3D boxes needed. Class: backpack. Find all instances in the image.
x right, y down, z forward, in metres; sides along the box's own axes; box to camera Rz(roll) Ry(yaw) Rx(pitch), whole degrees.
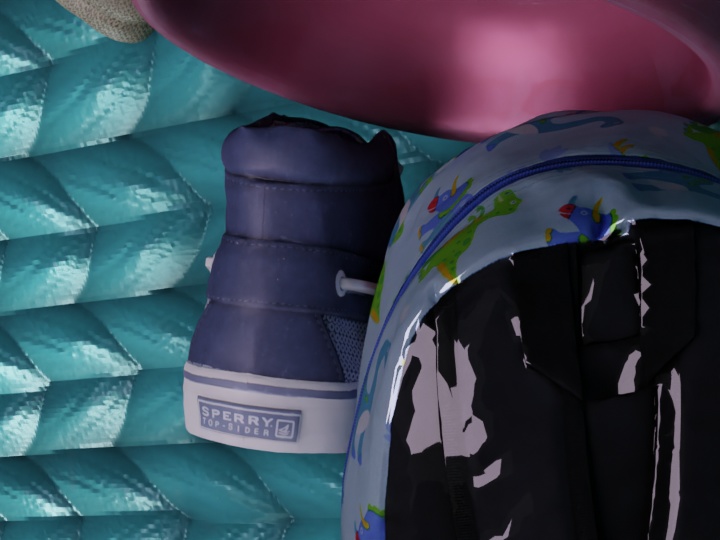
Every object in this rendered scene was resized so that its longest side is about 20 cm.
[{"bbox_3d":[0.064,0.059,0.673,0.162,0.154,0.201,-5,128,5],"label":"backpack"}]

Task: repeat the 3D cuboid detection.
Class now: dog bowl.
[{"bbox_3d":[0.024,-0.091,0.669,0.199,0.200,0.074,-1,74,45],"label":"dog bowl"}]

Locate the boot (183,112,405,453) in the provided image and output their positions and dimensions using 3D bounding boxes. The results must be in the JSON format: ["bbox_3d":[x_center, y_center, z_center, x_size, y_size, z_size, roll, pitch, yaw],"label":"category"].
[{"bbox_3d":[0.000,0.000,0.775,0.072,0.200,0.091,7,94,10],"label":"boot"}]

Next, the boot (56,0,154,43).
[{"bbox_3d":[-0.099,-0.191,0.846,0.200,0.072,0.155,56,139,10],"label":"boot"}]
